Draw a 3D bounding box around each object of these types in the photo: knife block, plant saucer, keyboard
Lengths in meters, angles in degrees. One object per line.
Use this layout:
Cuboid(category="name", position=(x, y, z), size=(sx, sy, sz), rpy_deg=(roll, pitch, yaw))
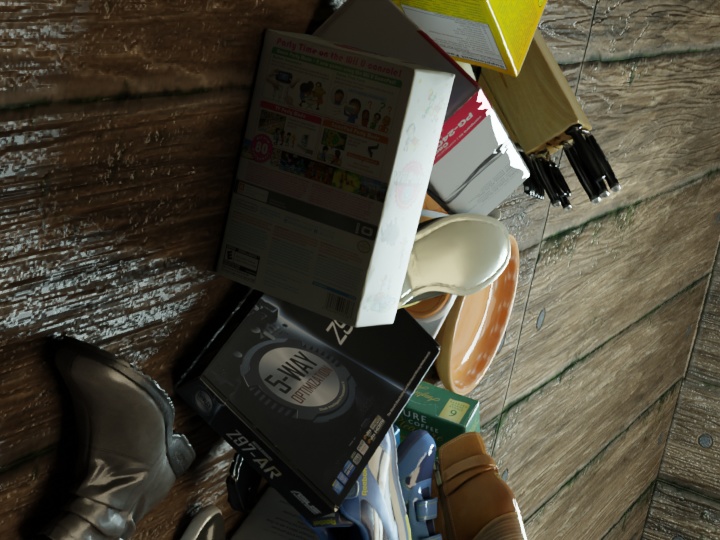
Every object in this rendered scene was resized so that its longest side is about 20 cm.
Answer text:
Cuboid(category="knife block", position=(0.210, -0.171, 1.604), size=(0.064, 0.175, 0.200), rpy_deg=(8, 98, -68))
Cuboid(category="plant saucer", position=(0.133, 0.048, 1.767), size=(0.200, 0.037, 0.200), rpy_deg=(-49, 149, -44))
Cuboid(category="keyboard", position=(-0.090, 0.116, 1.294), size=(0.104, 0.040, 0.200), rpy_deg=(82, 22, -54))

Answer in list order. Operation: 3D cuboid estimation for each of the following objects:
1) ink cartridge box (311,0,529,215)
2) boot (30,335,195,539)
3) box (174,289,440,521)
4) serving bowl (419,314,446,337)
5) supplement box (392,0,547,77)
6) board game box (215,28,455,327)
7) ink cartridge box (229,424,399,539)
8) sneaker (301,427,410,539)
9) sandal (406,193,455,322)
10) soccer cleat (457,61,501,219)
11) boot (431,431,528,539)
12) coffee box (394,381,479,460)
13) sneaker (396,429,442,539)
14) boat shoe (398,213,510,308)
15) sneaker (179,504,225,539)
Cuboid(category="ink cartridge box", position=(0.052, -0.134, 1.279), size=(0.083, 0.145, 0.200), rpy_deg=(-44, 155, 0))
Cuboid(category="boot", position=(-0.188, 0.143, 1.054), size=(0.132, 0.070, 0.200), rpy_deg=(-56, 149, -23))
Cuboid(category="box", position=(-0.039, 0.082, 1.253), size=(0.044, 0.160, 0.200), rpy_deg=(-29, -162, 49))
Cuboid(category="serving bowl", position=(0.055, 0.037, 1.505), size=(0.200, 0.066, 0.200), rpy_deg=(-62, 177, -6))
Cuboid(category="supplement box", position=(0.093, -0.276, 1.342), size=(0.110, 0.109, 0.200), rpy_deg=(-67, 158, -13))
Cuboid(category="board game box", position=(-0.023, -0.073, 1.162), size=(0.064, 0.147, 0.200), rpy_deg=(-4, 110, -56))
Cuboid(category="ink cartridge box", position=(-0.039, 0.254, 1.451), size=(0.200, 0.084, 0.145), rpy_deg=(-52, 151, -42))
Cuboid(category="sneaker", position=(-0.014, 0.182, 1.323), size=(0.082, 0.074, 0.200), rpy_deg=(-20, 96, -48))
Cuboid(category="sandal", position=(0.060, -0.052, 1.409), size=(0.059, 0.079, 0.207), rpy_deg=(65, 33, -60))
Cuboid(category="soccer cleat", position=(0.113, -0.133, 1.534), size=(0.069, 0.077, 0.200), rpy_deg=(-53, 150, -40))
Cuboid(category="boot", position=(0.074, 0.268, 1.504), size=(0.077, 0.156, 0.200), rpy_deg=(14, 135, -45))
Cuboid(category="coffee box", position=(0.070, 0.202, 1.623), size=(0.044, 0.123, 0.200), rpy_deg=(-52, 148, -38))
Cuboid(category="sneaker", position=(0.049, 0.254, 1.439), size=(0.074, 0.082, 0.200), rpy_deg=(5, 99, -67))
Cuboid(category="boat shoe", position=(0.045, -0.005, 1.279), size=(0.201, 0.060, 0.072), rpy_deg=(-17, 100, -38))
Cuboid(category="sneaker", position=(-0.119, 0.306, 1.284), size=(0.071, 0.099, 0.200), rpy_deg=(-6, 111, -64))
